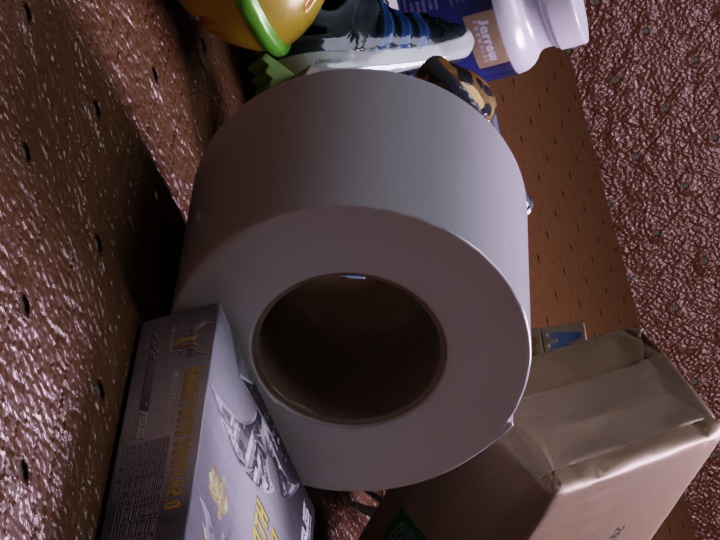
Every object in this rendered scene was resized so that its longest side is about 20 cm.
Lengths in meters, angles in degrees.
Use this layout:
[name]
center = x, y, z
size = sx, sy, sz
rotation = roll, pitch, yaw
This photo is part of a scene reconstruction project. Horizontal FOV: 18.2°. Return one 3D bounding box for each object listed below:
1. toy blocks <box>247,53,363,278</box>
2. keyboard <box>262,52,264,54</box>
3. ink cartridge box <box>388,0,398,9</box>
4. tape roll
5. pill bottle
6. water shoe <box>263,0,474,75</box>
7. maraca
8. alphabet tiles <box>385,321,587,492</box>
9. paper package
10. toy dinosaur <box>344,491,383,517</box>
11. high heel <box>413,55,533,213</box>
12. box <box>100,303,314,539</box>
[toy blocks]
center = -0.012, -0.030, 1.447
size = 0.200, 0.100, 0.137
rotation = 35, 67, -15
[keyboard]
center = -0.034, -0.065, 1.617
size = 0.200, 0.021, 0.127
rotation = 55, 28, -54
[ink cartridge box]
center = -0.021, -0.190, 1.699
size = 0.200, 0.067, 0.117
rotation = 23, 55, -74
[tape roll]
center = -0.004, 0.006, 1.273
size = 0.139, 0.202, 0.203
rotation = -87, 159, -53
[pill bottle]
center = 0.083, -0.210, 1.870
size = 0.116, 0.199, 0.116
rotation = -14, 90, -77
[water shoe]
center = 0.009, -0.173, 1.582
size = 0.200, 0.071, 0.079
rotation = -16, 93, -51
[maraca]
center = -0.080, -0.220, 1.386
size = 0.200, 0.107, 0.137
rotation = 63, 11, -45
[alphabet tiles]
center = 0.113, 0.125, 1.658
size = 0.006, 0.199, 0.167
rotation = 76, 6, -70
[paper package]
center = 0.103, 0.152, 1.424
size = 0.190, 0.200, 0.103
rotation = -13, 51, -45
[toy dinosaur]
center = 0.063, 0.153, 1.539
size = 0.105, 0.200, 0.182
rotation = -41, 127, -45
[high heel]
center = 0.028, -0.119, 1.519
size = 0.200, 0.071, 0.143
rotation = 30, -21, 44
[box]
center = -0.076, 0.140, 1.166
size = 0.200, 0.048, 0.159
rotation = -86, 159, -54
